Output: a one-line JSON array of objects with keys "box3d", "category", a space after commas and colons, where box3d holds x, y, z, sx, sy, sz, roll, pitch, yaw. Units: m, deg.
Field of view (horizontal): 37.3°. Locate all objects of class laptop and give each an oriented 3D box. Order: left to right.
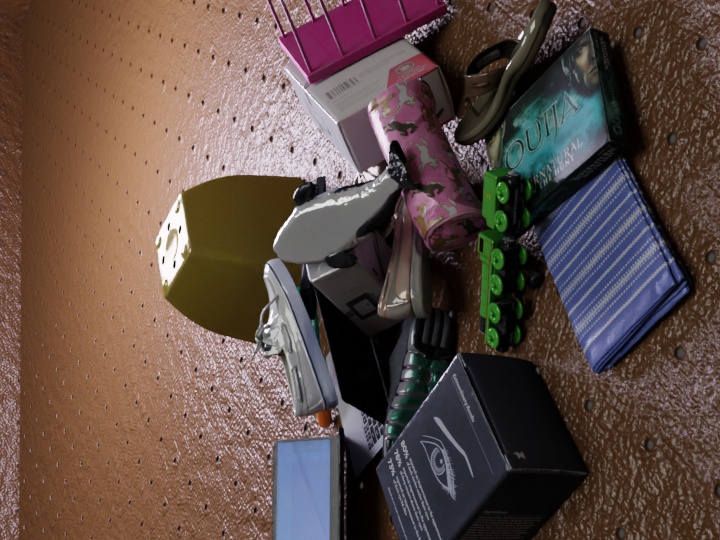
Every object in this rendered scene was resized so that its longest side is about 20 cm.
[{"box3d": [-0.072, 0.304, 1.403, 0.200, 0.101, 0.180, 96, 174, -76], "category": "laptop"}, {"box3d": [-0.032, 0.134, 1.355, 0.201, 0.114, 0.189, -56, 39, 44], "category": "laptop"}]

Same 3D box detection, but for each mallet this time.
[{"box3d": [0.137, -0.030, 1.204, 0.066, 0.041, 0.201, -63, 39, 27], "category": "mallet"}]

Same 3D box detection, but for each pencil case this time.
[{"box3d": [0.076, -0.117, 1.194, 0.083, 0.085, 0.202, 67, -177, -63], "category": "pencil case"}]

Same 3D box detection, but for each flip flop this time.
[{"box3d": [0.148, -0.220, 1.168, 0.201, 0.057, 0.082, 121, 171, -50], "category": "flip flop"}]

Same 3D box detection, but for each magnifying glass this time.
[{"box3d": [-0.063, 0.117, 1.440, 0.080, 0.022, 0.203, -69, -27, -67], "category": "magnifying glass"}]

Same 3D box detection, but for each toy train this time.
[{"box3d": [0.147, -0.011, 1.126, 0.056, 0.041, 0.203, 37, 132, 55], "category": "toy train"}]

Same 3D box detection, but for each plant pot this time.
[{"box3d": [-0.196, -0.025, 1.612, 0.196, 0.197, 0.196, -52, 42, 39], "category": "plant pot"}]

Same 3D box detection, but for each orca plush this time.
[{"box3d": [-0.014, -0.077, 1.209, 0.200, 0.105, 0.071, -48, 0, 32], "category": "orca plush"}]

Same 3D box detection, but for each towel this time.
[{"box3d": [0.239, -0.019, 1.043, 0.145, 0.024, 0.202, -55, 37, 40], "category": "towel"}]

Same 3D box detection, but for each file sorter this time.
[{"box3d": [-0.017, -0.357, 1.348, 0.139, 0.198, 0.126, 57, 173, 52], "category": "file sorter"}]

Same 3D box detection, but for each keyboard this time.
[{"box3d": [-0.063, -0.045, 1.406, 0.128, 0.020, 0.202, 86, -173, -49], "category": "keyboard"}]

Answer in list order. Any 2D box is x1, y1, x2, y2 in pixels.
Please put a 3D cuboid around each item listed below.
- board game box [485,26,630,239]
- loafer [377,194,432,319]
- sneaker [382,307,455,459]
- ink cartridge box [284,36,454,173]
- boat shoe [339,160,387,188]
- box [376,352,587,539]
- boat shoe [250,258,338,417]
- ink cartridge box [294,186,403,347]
[{"box3d": [0.197, -0.137, 1.108, 0.200, 0.028, 0.137, -45, 42, 52], "category": "board game box"}, {"box3d": [0.051, -0.030, 1.269, 0.062, 0.072, 0.202, -9, 51, 15], "category": "loafer"}, {"box3d": [0.062, 0.146, 1.268, 0.087, 0.073, 0.203, 168, 119, -69], "category": "sneaker"}, {"box3d": [0.009, -0.229, 1.355, 0.200, 0.145, 0.083, 52, 171, 52], "category": "ink cartridge box"}, {"box3d": [0.014, -0.091, 1.411, 0.200, 0.062, 0.074, -43, 61, 56], "category": "boat shoe"}, {"box3d": [0.118, 0.208, 1.107, 0.201, 0.103, 0.149, -57, 38, 35], "category": "box"}, {"box3d": [-0.101, 0.089, 1.336, 0.075, 0.085, 0.205, 111, 138, -76], "category": "boat shoe"}, {"box3d": [0.000, 0.000, 1.334, 0.066, 0.200, 0.117, -25, 54, 14], "category": "ink cartridge box"}]
